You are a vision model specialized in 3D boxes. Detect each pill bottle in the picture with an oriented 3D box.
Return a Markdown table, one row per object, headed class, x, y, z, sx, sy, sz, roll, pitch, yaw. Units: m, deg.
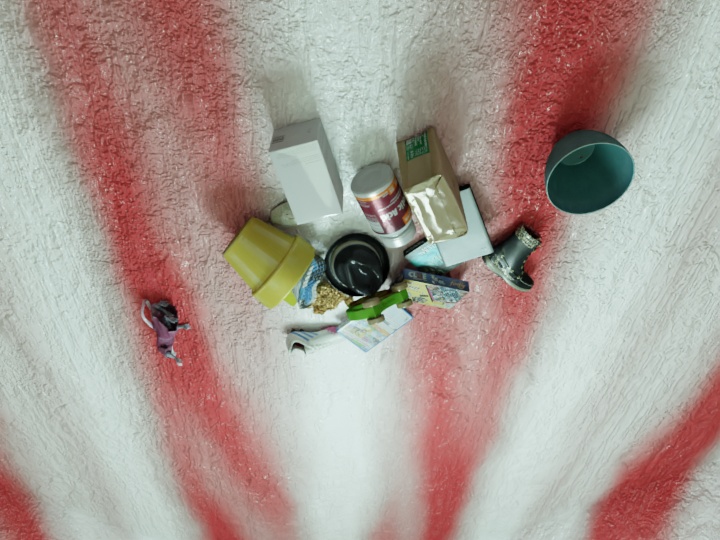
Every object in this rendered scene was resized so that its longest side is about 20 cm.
| class | x | y | z | sx | sy | sz | roll | pitch | yaw |
| --- | --- | --- | --- | --- | --- | --- | --- | --- | --- |
| pill bottle | 0.063 | -0.159 | 1.549 | 0.113 | 0.115 | 0.201 | -18 | 132 | 15 |

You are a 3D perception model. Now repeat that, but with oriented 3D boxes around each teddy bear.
| class | x | y | z | sx | sy | sz | roll | pitch | yaw |
| --- | --- | --- | --- | --- | --- | --- | --- | --- | --- |
| teddy bear | -0.081 | 0.077 | 1.805 | 0.198 | 0.067 | 0.145 | -18 | 135 | 15 |

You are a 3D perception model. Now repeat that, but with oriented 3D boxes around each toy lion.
| class | x | y | z | sx | sy | sz | roll | pitch | yaw |
| --- | --- | --- | --- | --- | --- | --- | --- | --- | --- |
| toy lion | 0.033 | 0.094 | 1.711 | 0.191 | 0.199 | 0.069 | -12 | 99 | 45 |

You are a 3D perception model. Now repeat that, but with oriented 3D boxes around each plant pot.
| class | x | y | z | sx | sy | sz | roll | pitch | yaw |
| --- | --- | --- | --- | --- | --- | --- | --- | --- | --- |
| plant pot | 0.524 | -0.252 | 1.460 | 0.198 | 0.135 | 0.201 | -1 | 134 | -1 |
| plant pot | -0.249 | -0.034 | 1.615 | 0.188 | 0.201 | 0.201 | 39 | 123 | -14 |

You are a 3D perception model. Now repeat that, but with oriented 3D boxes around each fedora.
| class | x | y | z | sx | sy | sz | roll | pitch | yaw |
| --- | --- | --- | --- | --- | --- | --- | --- | --- | --- |
| fedora | 0.000 | 0.000 | 1.677 | 0.199 | 0.092 | 0.202 | -7 | 117 | -15 |

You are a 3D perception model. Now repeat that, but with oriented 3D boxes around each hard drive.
| class | x | y | z | sx | sy | sz | roll | pitch | yaw |
| --- | --- | --- | --- | --- | --- | --- | --- | --- | --- |
| hard drive | 0.253 | -0.116 | 1.619 | 0.139 | 0.033 | 0.201 | -17 | 118 | 19 |

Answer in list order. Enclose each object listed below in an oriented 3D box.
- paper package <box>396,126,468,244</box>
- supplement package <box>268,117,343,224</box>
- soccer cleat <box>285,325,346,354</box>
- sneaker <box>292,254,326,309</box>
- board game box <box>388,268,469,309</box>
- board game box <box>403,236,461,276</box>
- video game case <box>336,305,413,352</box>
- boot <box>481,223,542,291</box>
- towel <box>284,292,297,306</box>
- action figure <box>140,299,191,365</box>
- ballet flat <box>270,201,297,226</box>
| class | x | y | z | sx | sy | sz | roll | pitch | yaw |
| --- | --- | --- | --- | --- | --- | --- | --- | --- | --- |
| paper package | 0.168 | -0.200 | 1.452 | 0.103 | 0.201 | 0.191 | -19 | 133 | 16 |
| supplement package | -0.123 | -0.231 | 1.452 | 0.119 | 0.122 | 0.201 | -13 | 126 | 9 |
| soccer cleat | -0.136 | 0.228 | 1.936 | 0.198 | 0.087 | 0.070 | -4 | 134 | 2 |
| sneaker | -0.157 | 0.018 | 1.702 | 0.075 | 0.087 | 0.201 | -23 | 150 | -37 |
| board game box | 0.197 | 0.056 | 1.789 | 0.198 | 0.035 | 0.136 | 12 | 152 | -14 |
| board game box | 0.237 | -0.059 | 1.711 | 0.199 | 0.028 | 0.135 | -34 | 126 | 27 |
| video game case | 0.044 | 0.163 | 1.906 | 0.200 | 0.018 | 0.143 | -38 | 125 | 18 |
| boot | 0.454 | -0.032 | 1.716 | 0.203 | 0.074 | 0.154 | 31 | 124 | -27 |
| towel | -0.179 | 0.021 | 1.773 | 0.086 | 0.018 | 0.200 | 35 | 127 | -7 |
| action figure | -0.594 | 0.199 | 1.859 | 0.148 | 0.135 | 0.201 | 10 | 130 | -10 |
| ballet flat | -0.150 | -0.152 | 1.583 | 0.199 | 0.063 | 0.068 | -21 | 131 | 18 |
